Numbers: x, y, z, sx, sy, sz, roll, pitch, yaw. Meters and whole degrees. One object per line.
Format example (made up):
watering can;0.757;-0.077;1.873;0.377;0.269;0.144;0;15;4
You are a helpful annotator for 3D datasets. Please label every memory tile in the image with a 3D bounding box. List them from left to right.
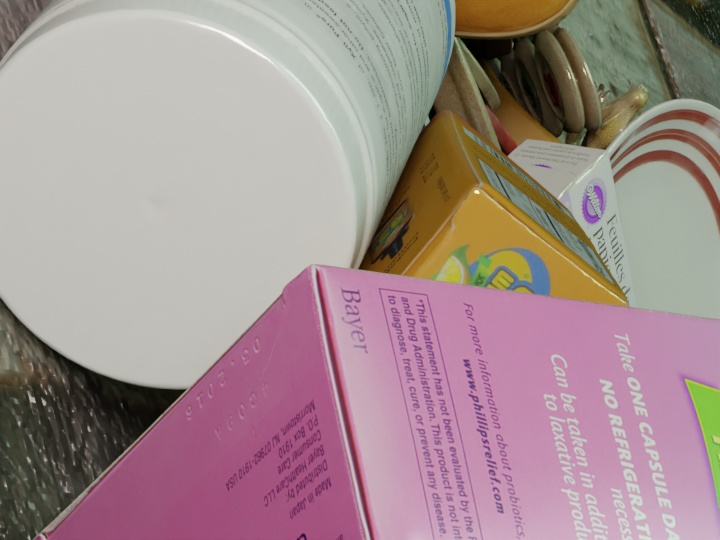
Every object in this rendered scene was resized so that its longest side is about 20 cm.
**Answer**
memory tile;0.065;-0.132;1.373;0.200;0.017;0.154;177;-108;-83

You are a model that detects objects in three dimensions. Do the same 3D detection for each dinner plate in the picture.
dinner plate;0.122;0.026;1.218;0.200;0.024;0.201;-20;114;-52

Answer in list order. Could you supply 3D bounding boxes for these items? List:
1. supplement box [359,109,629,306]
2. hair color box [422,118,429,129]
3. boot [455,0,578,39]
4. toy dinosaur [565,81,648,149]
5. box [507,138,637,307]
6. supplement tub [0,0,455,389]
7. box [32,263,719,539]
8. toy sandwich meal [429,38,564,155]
supplement box;0.036;0.000;0.953;0.069;0.067;0.200;39;7;-5
hair color box;0.000;0.000;1.113;0.101;0.061;0.200;20;49;-63
boot;-0.011;-0.165;1.084;0.071;0.201;0.144;-61;164;-18
toy dinosaur;0.110;-0.018;1.402;0.101;0.058;0.200;-71;165;-53
box;0.088;0.046;1.121;0.039;0.041;0.200;-42;130;-40
supplement tub;-0.044;-0.059;0.962;0.132;0.132;0.200;61;20;-16
box;0.033;0.092;0.823;0.200;0.176;0.097;7;56;-33
toy sandwich meal;0.043;-0.115;1.259;0.205;0.070;0.206;156;-90;-87
